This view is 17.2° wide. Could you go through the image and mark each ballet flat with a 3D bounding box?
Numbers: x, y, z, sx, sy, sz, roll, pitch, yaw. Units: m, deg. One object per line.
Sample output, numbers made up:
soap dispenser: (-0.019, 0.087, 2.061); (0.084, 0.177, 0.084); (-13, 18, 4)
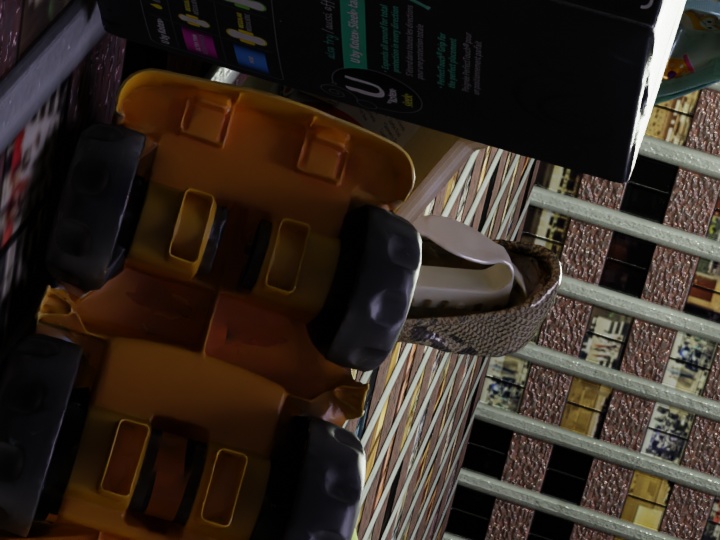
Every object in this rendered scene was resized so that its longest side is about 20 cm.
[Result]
ballet flat: (0.000, 0.000, 1.051); (0.075, 0.198, 0.068); (124, -39, -49)

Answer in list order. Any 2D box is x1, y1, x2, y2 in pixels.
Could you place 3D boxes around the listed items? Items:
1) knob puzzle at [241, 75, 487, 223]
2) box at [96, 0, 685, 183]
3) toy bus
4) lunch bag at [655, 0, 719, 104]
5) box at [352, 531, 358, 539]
knob puzzle: (0.032, -0.099, 1.004); (0.219, 0.030, 0.221); (-36, -143, 33)
box: (0.020, -0.142, 0.804); (0.124, 0.198, 0.149); (85, 24, -68)
toy bus: (-0.067, 0.043, 0.918); (0.192, 0.135, 0.202); (139, -33, -79)
lunch bag: (0.108, -0.176, 1.242); (0.122, 0.198, 0.171); (100, -14, -56)
box: (-0.045, 0.147, 1.066); (0.201, 0.047, 0.122); (79, 33, -57)
